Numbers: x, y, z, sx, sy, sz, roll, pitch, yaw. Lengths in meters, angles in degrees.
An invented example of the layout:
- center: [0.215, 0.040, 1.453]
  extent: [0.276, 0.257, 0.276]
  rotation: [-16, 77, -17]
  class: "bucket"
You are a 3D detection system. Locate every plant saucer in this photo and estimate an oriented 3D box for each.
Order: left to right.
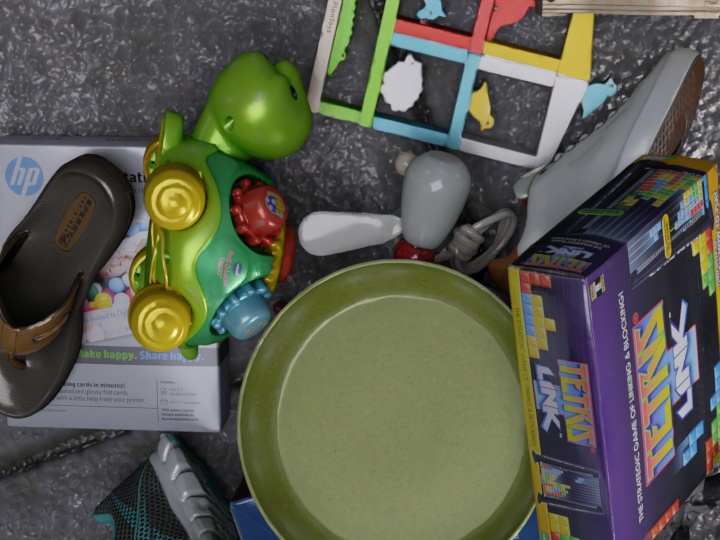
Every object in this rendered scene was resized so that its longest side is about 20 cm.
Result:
- center: [0.023, 0.095, 1.044]
  extent: [0.198, 0.031, 0.202]
  rotation: [-1, 83, 11]
  class: "plant saucer"

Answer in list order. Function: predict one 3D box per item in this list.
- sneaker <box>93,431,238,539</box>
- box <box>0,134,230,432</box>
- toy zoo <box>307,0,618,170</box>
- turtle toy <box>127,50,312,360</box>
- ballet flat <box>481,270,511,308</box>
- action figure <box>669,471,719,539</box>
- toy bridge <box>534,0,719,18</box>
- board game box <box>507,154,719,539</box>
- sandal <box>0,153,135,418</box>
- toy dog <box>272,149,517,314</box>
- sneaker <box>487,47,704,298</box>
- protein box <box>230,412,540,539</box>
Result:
- center: [-0.123, 0.202, 1.129]
  extent: [0.091, 0.200, 0.078]
  rotation: [-35, 128, 4]
  class: "sneaker"
- center: [-0.170, 0.009, 1.169]
  extent: [0.154, 0.041, 0.202]
  rotation: [2, 103, 5]
  class: "box"
- center: [0.073, -0.145, 1.114]
  extent: [0.198, 0.020, 0.132]
  rotation: [14, 105, 2]
  class: "toy zoo"
- center: [-0.088, -0.039, 1.062]
  extent: [0.100, 0.146, 0.202]
  rotation: [7, 104, -9]
  class: "turtle toy"
- center: [0.179, 0.028, 1.129]
  extent: [0.198, 0.069, 0.072]
  rotation: [-1, 122, 10]
  class: "ballet flat"
- center: [0.244, 0.162, 1.126]
  extent: [0.198, 0.102, 0.120]
  rotation: [-17, 120, 1]
  class: "action figure"
- center: [0.210, -0.172, 1.056]
  extent: [0.198, 0.067, 0.027]
  rotation: [0, 102, -1]
  class: "toy bridge"
- center: [0.161, 0.055, 1.012]
  extent: [0.056, 0.165, 0.202]
  rotation: [9, 121, 35]
  class: "board game box"
- center: [-0.211, 0.015, 1.120]
  extent: [0.081, 0.055, 0.201]
  rotation: [35, 115, 2]
  class: "sandal"
- center: [0.000, 0.000, 1.122]
  extent: [0.096, 0.132, 0.201]
  rotation: [41, 98, 28]
  class: "toy dog"
- center: [0.147, -0.066, 1.088]
  extent: [0.084, 0.073, 0.201]
  rotation: [28, 81, 25]
  class: "sneaker"
- center: [0.043, 0.194, 1.142]
  extent: [0.198, 0.135, 0.200]
  rotation: [-17, 102, 10]
  class: "protein box"
